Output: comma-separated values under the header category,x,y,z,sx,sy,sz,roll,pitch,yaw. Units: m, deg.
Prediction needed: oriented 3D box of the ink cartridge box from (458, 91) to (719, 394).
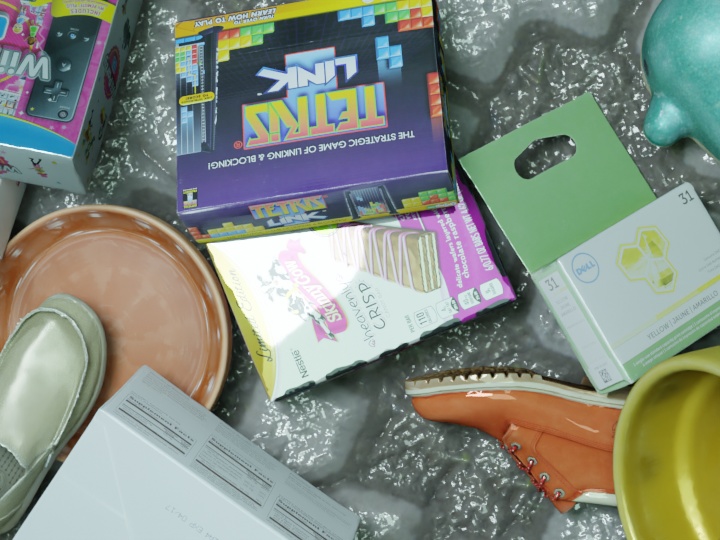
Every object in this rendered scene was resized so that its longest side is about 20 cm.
category,x,y,z,sx,sy,sz,roll,pitch,yaw
ink cartridge box,0.183,-0.029,1.138,0.145,0.048,0.200,-28,87,-31

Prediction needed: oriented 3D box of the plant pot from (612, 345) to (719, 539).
category,x,y,z,sx,sy,sz,roll,pitch,yaw
plant pot,0.308,0.141,1.074,0.188,0.201,0.201,-9,86,-28

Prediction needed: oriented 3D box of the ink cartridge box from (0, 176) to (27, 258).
category,x,y,z,sx,sy,sz,roll,pitch,yaw
ink cartridge box,-0.310,-0.084,1.157,0.115,0.068,0.201,12,69,4

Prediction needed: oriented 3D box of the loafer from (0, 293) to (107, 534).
category,x,y,z,sx,sy,sz,roll,pitch,yaw
loafer,-0.249,0.112,1.142,0.076,0.068,0.200,26,99,7

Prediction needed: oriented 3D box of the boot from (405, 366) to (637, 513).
category,x,y,z,sx,sy,sz,roll,pitch,yaw
boot,0.128,0.125,1.153,0.199,0.075,0.108,7,92,2

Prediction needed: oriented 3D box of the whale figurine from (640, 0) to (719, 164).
category,x,y,z,sx,sy,sz,roll,pitch,yaw
whale figurine,0.285,-0.128,1.136,0.159,0.104,0.201,-17,80,1

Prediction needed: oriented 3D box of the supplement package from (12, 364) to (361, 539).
category,x,y,z,sx,sy,sz,roll,pitch,yaw
supplement package,-0.129,0.197,1.115,0.200,0.111,0.156,35,105,0

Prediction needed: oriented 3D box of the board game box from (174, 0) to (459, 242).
category,x,y,z,sx,sy,sz,roll,pitch,yaw
board game box,-0.035,-0.117,1.142,0.199,0.057,0.166,-9,63,8

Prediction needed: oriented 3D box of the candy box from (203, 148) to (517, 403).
category,x,y,z,sx,sy,sz,roll,pitch,yaw
candy box,0.000,0.000,1.169,0.200,0.061,0.137,-24,85,2

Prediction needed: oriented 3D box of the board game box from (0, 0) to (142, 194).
category,x,y,z,sx,sy,sz,roll,pitch,yaw
board game box,-0.247,-0.167,1.122,0.147,0.064,0.201,10,69,2

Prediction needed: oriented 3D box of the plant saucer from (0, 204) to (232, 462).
category,x,y,z,sx,sy,sz,roll,pitch,yaw
plant saucer,-0.193,0.050,1.177,0.200,0.032,0.201,1,95,11
